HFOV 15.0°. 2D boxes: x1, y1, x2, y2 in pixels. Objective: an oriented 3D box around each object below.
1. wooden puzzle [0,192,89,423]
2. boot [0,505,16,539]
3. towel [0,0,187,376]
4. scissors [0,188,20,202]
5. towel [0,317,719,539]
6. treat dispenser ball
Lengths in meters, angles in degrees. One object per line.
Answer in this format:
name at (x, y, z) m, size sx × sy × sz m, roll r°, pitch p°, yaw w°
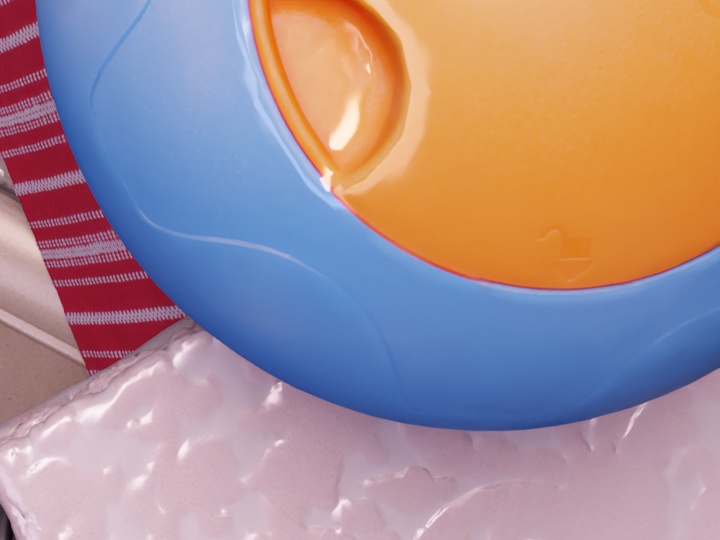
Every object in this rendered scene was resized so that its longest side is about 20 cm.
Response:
wooden puzzle at (-0.119, 0.057, 0.942) m, size 0.184 × 0.037 × 0.200 m, roll 28°, pitch 133°, yaw 2°
boot at (-0.045, 0.117, 0.879) m, size 0.162 × 0.074 × 0.198 m, roll 2°, pitch 153°, yaw -1°
towel at (-0.080, -0.044, 0.797) m, size 0.145 × 0.022 × 0.201 m, roll -7°, pitch 105°, yaw 69°
scissors at (-0.127, -0.018, 0.932) m, size 0.200 × 0.014 × 0.073 m, roll 31°, pitch 134°, yaw 20°
towel at (0.025, 0.079, 0.732) m, size 0.192 × 0.199 × 0.032 m, roll 62°, pitch 171°, yaw -11°
treat dispenser ball at (0.028, -0.065, 0.607) m, size 0.200 × 0.201 × 0.202 m, roll 24°, pitch 133°, yaw 28°
